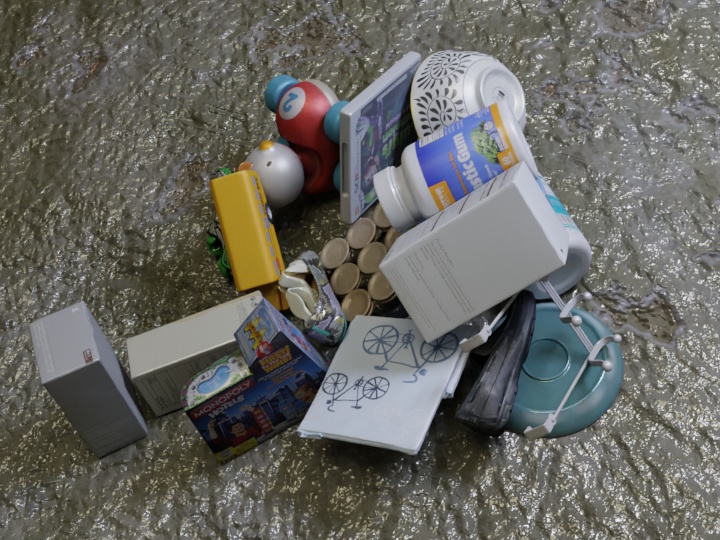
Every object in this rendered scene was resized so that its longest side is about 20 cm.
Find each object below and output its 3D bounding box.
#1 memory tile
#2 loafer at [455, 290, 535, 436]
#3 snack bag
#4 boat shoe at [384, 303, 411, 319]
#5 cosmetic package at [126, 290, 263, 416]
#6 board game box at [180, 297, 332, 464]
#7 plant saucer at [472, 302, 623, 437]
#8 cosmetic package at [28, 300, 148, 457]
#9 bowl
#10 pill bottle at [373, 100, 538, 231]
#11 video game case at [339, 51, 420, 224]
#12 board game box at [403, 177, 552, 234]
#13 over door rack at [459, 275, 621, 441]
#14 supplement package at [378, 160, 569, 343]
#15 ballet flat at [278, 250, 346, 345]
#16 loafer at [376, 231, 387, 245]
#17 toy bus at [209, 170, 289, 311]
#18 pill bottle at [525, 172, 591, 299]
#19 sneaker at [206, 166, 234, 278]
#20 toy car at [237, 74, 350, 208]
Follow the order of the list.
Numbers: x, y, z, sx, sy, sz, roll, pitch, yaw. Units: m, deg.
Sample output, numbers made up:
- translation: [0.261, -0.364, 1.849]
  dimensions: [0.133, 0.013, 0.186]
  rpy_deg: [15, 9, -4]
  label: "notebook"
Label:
- translation: [0.000, 0.000, 1.547]
  dimensions: [0.199, 0.017, 0.155]
  rpy_deg: [-36, 49, 12]
  label: "memory tile"
- translation: [0.173, 0.109, 1.375]
  dimensions: [0.069, 0.068, 0.203]
  rpy_deg: [17, 62, 7]
  label: "loafer"
- translation: [0.035, 0.141, 1.368]
  dimensions: [0.186, 0.022, 0.202]
  rpy_deg: [3, 50, 33]
  label: "snack bag"
- translation: [0.038, 0.123, 1.459]
  dimensions: [0.200, 0.075, 0.092]
  rpy_deg: [-42, 35, -14]
  label: "boat shoe"
- translation: [-0.210, 0.115, 1.506]
  dimensions: [0.197, 0.104, 0.074]
  rpy_deg: [-19, 50, 0]
  label: "cosmetic package"
- translation: [-0.132, 0.135, 1.405]
  dimensions: [0.198, 0.201, 0.062]
  rpy_deg: [-28, 52, -7]
  label: "board game box"
- translation: [0.241, 0.120, 1.421]
  dimensions: [0.196, 0.028, 0.203]
  rpy_deg: [-8, 52, 10]
  label: "plant saucer"
- translation: [-0.361, 0.148, 1.461]
  dimensions: [0.089, 0.201, 0.108]
  rpy_deg: [-24, 50, -4]
  label: "cosmetic package"
- translation: [0.177, -0.239, 1.587]
  dimensions: [0.094, 0.200, 0.203]
  rpy_deg: [-21, 36, 53]
  label: "bowl"
- translation: [0.121, -0.128, 1.415]
  dimensions: [0.197, 0.112, 0.113]
  rpy_deg: [-25, 49, 14]
  label: "pill bottle"
- translation: [0.030, -0.193, 1.582]
  dimensions: [0.023, 0.184, 0.200]
  rpy_deg: [20, 43, 23]
  label: "video game case"
- translation: [0.144, -0.105, 1.485]
  dimensions: [0.198, 0.037, 0.153]
  rpy_deg: [-27, 51, 14]
  label: "board game box"
- translation: [0.229, 0.084, 1.317]
  dimensions: [0.200, 0.149, 0.066]
  rpy_deg: [-42, 8, -37]
  label: "over door rack"
- translation: [0.140, -0.024, 1.331]
  dimensions: [0.198, 0.118, 0.117]
  rpy_deg: [-31, 8, 21]
  label: "supplement package"
- translation: [-0.075, 0.026, 1.496]
  dimensions: [0.071, 0.073, 0.201]
  rpy_deg: [-25, 36, -4]
  label: "ballet flat"
- translation: [0.081, -0.086, 1.592]
  dimensions: [0.067, 0.071, 0.201]
  rpy_deg: [26, 65, 31]
  label: "loafer"
- translation: [-0.154, -0.036, 1.556]
  dimensions: [0.064, 0.078, 0.204]
  rpy_deg: [-15, 90, 9]
  label: "toy bus"
- translation: [0.228, -0.066, 1.510]
  dimensions: [0.109, 0.112, 0.202]
  rpy_deg: [-24, 50, -3]
  label: "pill bottle"
- translation: [-0.202, -0.076, 1.663]
  dimensions: [0.084, 0.079, 0.202]
  rpy_deg: [-20, 52, 1]
  label: "sneaker"
- translation: [-0.114, -0.169, 1.622]
  dimensions: [0.199, 0.179, 0.183]
  rpy_deg: [-33, 41, -28]
  label: "toy car"
